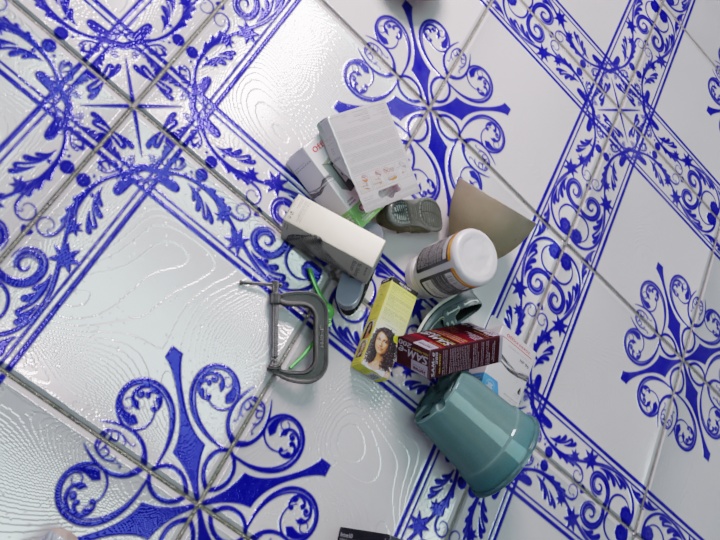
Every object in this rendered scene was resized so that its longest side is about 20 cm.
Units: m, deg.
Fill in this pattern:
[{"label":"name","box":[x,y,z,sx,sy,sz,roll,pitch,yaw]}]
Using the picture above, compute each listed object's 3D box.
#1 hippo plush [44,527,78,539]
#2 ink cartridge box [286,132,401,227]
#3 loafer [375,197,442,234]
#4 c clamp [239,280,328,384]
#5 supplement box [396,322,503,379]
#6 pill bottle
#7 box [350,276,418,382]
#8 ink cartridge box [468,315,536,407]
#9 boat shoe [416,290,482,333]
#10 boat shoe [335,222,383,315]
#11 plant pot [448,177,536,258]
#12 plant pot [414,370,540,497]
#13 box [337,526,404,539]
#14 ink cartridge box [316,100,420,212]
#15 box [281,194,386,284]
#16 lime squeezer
[{"label":"hippo plush","box":[-0.457,0.500,1.043,0.159,0.159,0.203,-31,78,-2]},{"label":"ink cartridge box","box":[-0.033,-0.195,1.480,0.145,0.084,0.201,-44,101,-32]},{"label":"loafer","box":[0.106,-0.118,1.555,0.197,0.069,0.077,5,78,-47]},{"label":"c clamp","box":[-0.140,0.116,1.364,0.166,0.027,0.206,-3,78,-16]},{"label":"supplement box","box":[0.181,0.159,1.452,0.196,0.108,0.063,-8,105,-34]},{"label":"pill bottle","box":[0.183,-0.006,1.494,0.114,0.199,0.120,8,74,-28]},{"label":"box","box":[0.051,0.119,1.473,0.074,0.050,0.204,30,64,-21]},{"label":"ink cartridge box","box":[0.316,0.206,1.599,0.115,0.067,0.203,36,62,-18]},{"label":"boat shoe","box":[0.189,0.103,1.538,0.061,0.074,0.199,38,51,20]},{"label":"boat shoe","box":[0.000,0.000,1.465,0.068,0.067,0.204,11,62,9]},{"label":"plant pot","box":[0.273,-0.097,1.598,0.197,0.201,0.136,25,102,-23]},{"label":"plant pot","box":[0.224,0.313,1.456,0.195,0.200,0.201,41,61,-6]},{"label":"box","box":[0.023,0.562,1.256,0.102,0.199,0.186,25,67,-21]},{"label":"ink cartridge box","box":[0.019,-0.226,1.445,0.159,0.050,0.204,-23,93,-35]},{"label":"box","box":[-0.054,-0.060,1.397,0.197,0.083,0.069,28,64,5]},{"label":"lime squeezer","box":[-0.087,0.099,1.402,0.069,0.037,0.205,20,70,-28]}]
